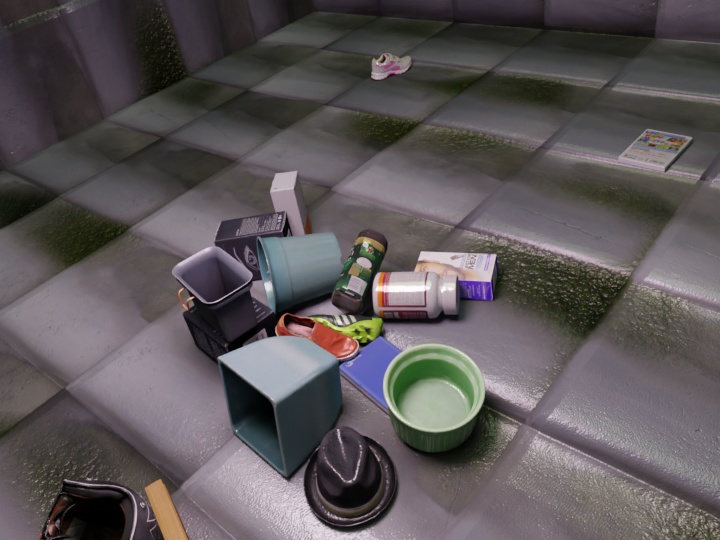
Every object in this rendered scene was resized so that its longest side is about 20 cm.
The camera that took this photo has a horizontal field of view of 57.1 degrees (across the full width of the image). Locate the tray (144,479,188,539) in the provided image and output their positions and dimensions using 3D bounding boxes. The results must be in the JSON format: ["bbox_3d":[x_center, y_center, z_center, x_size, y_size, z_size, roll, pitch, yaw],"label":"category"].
[{"bbox_3d":[-0.322,0.473,1.166,0.037,0.100,0.200,-25,38,-20],"label":"tray"}]

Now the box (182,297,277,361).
[{"bbox_3d":[-0.306,0.138,1.589,0.147,0.106,0.198,-35,41,-28],"label":"box"}]

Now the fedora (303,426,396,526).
[{"bbox_3d":[-0.027,0.364,1.228,0.196,0.093,0.202,-9,36,6],"label":"fedora"}]

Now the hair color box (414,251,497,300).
[{"bbox_3d":[0.236,0.012,1.645,0.196,0.066,0.110,1,39,20],"label":"hair color box"}]

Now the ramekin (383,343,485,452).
[{"bbox_3d":[0.142,0.253,1.297,0.195,0.099,0.203,-2,45,2],"label":"ramekin"}]

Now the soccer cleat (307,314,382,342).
[{"bbox_3d":[-0.041,0.135,1.573,0.196,0.069,0.081,4,19,22],"label":"soccer cleat"}]

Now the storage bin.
[{"bbox_3d":[-0.321,0.064,1.476,0.144,0.136,0.199,-32,40,-26],"label":"storage bin"}]

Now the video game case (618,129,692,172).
[{"bbox_3d":[0.886,-0.363,1.988,0.142,0.018,0.199,23,49,39],"label":"video game case"}]

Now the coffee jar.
[{"bbox_3d":[0.000,0.000,1.619,0.084,0.105,0.202,23,57,2],"label":"coffee jar"}]

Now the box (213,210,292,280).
[{"bbox_3d":[-0.285,-0.063,1.825,0.195,0.150,0.105,-7,36,7],"label":"box"}]

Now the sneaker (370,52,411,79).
[{"bbox_3d":[0.133,-0.895,2.854,0.197,0.090,0.081,-24,38,-16],"label":"sneaker"}]

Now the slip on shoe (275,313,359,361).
[{"bbox_3d":[-0.097,0.149,1.486,0.196,0.062,0.075,19,51,4],"label":"slip on shoe"}]

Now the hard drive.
[{"bbox_3d":[0.061,0.230,1.438,0.131,0.026,0.199,-33,41,-25],"label":"hard drive"}]

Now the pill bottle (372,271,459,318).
[{"bbox_3d":[0.134,0.058,1.573,0.195,0.111,0.111,-1,37,15],"label":"pill bottle"}]

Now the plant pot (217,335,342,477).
[{"bbox_3d":[-0.144,0.247,1.347,0.198,0.200,0.194,-29,38,-35],"label":"plant pot"}]

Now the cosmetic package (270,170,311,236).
[{"bbox_3d":[-0.196,-0.168,1.893,0.070,0.203,0.102,-6,36,8],"label":"cosmetic package"}]

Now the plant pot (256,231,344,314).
[{"bbox_3d":[-0.150,-0.006,1.689,0.192,0.204,0.201,-13,35,-15],"label":"plant pot"}]

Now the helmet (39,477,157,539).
[{"bbox_3d":[-0.448,0.462,1.140,0.188,0.202,0.202,23,34,-15],"label":"helmet"}]
